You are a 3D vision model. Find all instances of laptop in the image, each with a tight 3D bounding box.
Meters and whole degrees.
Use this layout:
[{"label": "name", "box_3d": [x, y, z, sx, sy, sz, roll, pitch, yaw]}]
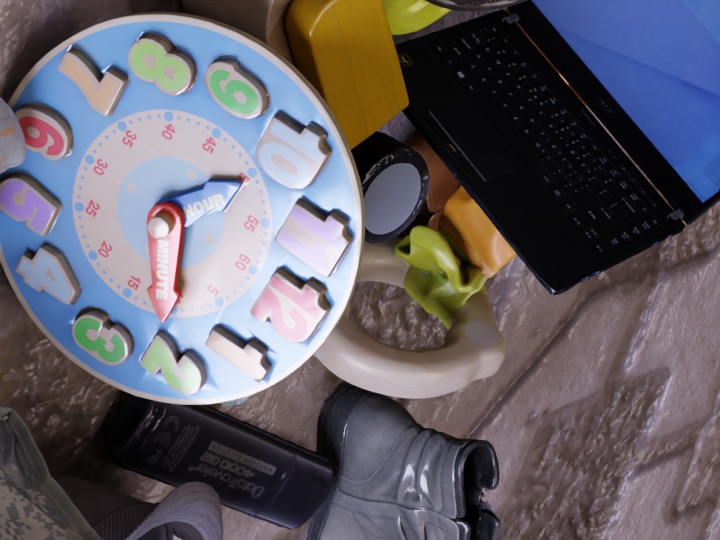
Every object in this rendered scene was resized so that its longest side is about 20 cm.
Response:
[{"label": "laptop", "box_3d": [0.138, -0.109, 1.084, 0.200, 0.177, 0.103, -23, 158, -42]}]

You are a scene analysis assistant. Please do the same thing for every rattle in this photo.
[{"label": "rattle", "box_3d": [0.000, 0.000, 1.104, 0.199, 0.131, 0.143, 5, 148, -22]}]

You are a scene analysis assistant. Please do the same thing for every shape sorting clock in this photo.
[{"label": "shape sorting clock", "box_3d": [-0.095, -0.028, 0.947, 0.039, 0.199, 0.201, -56, 160, -68]}]

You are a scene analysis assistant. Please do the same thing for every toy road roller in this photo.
[{"label": "toy road roller", "box_3d": [-0.061, -0.078, 1.006, 0.146, 0.123, 0.200, -37, 137, -23]}]

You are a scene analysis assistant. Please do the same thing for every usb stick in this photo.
[{"label": "usb stick", "box_3d": [-0.083, 0.117, 1.177, 0.056, 0.033, 0.200, -55, 143, 3]}]

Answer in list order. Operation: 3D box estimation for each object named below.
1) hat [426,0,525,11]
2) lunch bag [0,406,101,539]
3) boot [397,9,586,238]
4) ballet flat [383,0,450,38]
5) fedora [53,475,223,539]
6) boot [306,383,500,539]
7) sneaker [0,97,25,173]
[{"label": "hat", "box_3d": [0.092, -0.196, 0.997, 0.200, 0.081, 0.201, -5, 136, -5]}, {"label": "lunch bag", "box_3d": [-0.251, 0.155, 0.903, 0.200, 0.118, 0.164, 4, 129, -51]}, {"label": "boot", "box_3d": [0.082, -0.106, 1.200, 0.154, 0.074, 0.201, -26, 128, -33]}, {"label": "ballet flat", "box_3d": [0.076, -0.207, 1.125, 0.200, 0.067, 0.067, -37, 158, -25]}, {"label": "fedora", "box_3d": [-0.160, 0.175, 1.062, 0.177, 0.090, 0.200, -58, 161, -1]}, {"label": "boot", "box_3d": [0.030, 0.179, 1.266, 0.068, 0.130, 0.201, -26, 130, -37]}, {"label": "sneaker", "box_3d": [-0.223, -0.005, 0.905, 0.200, 0.076, 0.092, -56, 147, -5]}]
